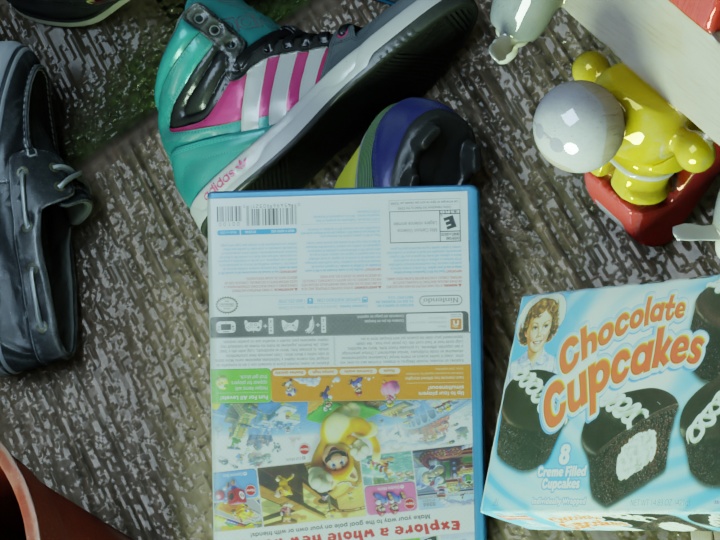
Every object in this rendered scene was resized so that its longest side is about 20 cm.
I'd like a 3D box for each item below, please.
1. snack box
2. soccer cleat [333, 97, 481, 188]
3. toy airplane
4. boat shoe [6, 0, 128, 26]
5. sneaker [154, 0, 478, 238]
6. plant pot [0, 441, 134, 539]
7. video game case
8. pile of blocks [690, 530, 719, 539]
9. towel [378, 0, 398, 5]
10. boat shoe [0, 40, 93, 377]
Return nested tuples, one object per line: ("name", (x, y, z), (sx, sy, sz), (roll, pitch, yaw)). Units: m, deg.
("snack box", (0.144, 0.065, 1.188), (0.200, 0.037, 0.116), (-8, 65, 53))
("soccer cleat", (0.001, 0.000, 1.336), (0.084, 0.065, 0.200), (24, 88, 61))
("toy airplane", (0.145, -0.097, 1.189), (0.141, 0.199, 0.200), (-29, 13, -24))
("boat shoe", (-0.147, -0.191, 1.459), (0.201, 0.063, 0.074), (-3, 74, 37))
("sneaker", (-0.039, -0.123, 1.380), (0.200, 0.084, 0.121), (-39, 69, 11))
("plant pot", (-0.199, 0.186, 1.281), (0.200, 0.195, 0.201), (-9, 69, 24))
("video game case", (-0.007, 0.057, 1.277), (0.143, 0.018, 0.200), (-1, 89, 8))
("pile of blocks", (0.225, 0.080, 1.182), (0.082, 0.062, 0.200), (25, 85, 31))
("towel", (0.030, -0.251, 1.423), (0.146, 0.022, 0.200), (19, 82, 30))
("boat shoe", (-0.188, -0.037, 1.438), (0.071, 0.072, 0.200), (-4, 80, 16))
